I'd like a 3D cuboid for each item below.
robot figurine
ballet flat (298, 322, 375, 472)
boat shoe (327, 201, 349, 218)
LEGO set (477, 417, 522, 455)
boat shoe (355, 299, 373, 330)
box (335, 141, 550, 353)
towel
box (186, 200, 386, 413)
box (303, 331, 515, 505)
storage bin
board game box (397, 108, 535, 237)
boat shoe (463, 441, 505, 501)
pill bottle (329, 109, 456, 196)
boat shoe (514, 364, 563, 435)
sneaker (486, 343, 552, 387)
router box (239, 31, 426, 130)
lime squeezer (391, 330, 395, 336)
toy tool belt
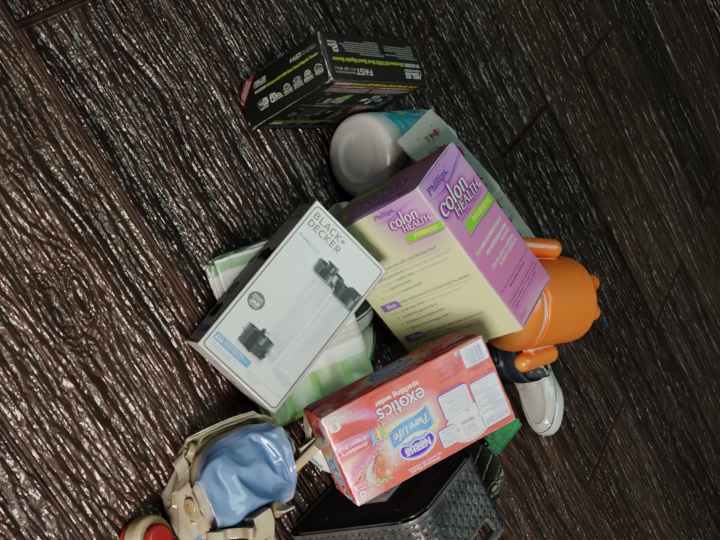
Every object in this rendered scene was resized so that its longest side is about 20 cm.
[{"bbox_3d":[0.227,0.041,1.208,0.197,0.145,0.117,-6,43,-36],"label":"robot figurine"},{"bbox_3d":[-0.029,0.137,1.102,0.069,0.069,0.203,38,50,-33],"label":"ballet flat"},{"bbox_3d":[-0.056,-0.021,1.117,0.067,0.073,0.202,45,46,-28],"label":"boat shoe"},{"bbox_3d":[0.104,0.217,1.206,0.153,0.116,0.201,41,58,-5],"label":"LEGO set"},{"bbox_3d":[0.000,0.000,1.159,0.201,0.071,0.069,-57,159,-47],"label":"boat shoe"},{"bbox_3d":[0.085,-0.014,1.074,0.201,0.175,0.097,50,49,-14],"label":"box"},{"bbox_3d":[-0.074,0.059,1.044,0.147,0.031,0.203,-22,93,-19],"label":"towel"},{"bbox_3d":[-0.078,0.037,1.000,0.117,0.060,0.201,44,73,-15],"label":"box"},{"bbox_3d":[0.052,0.155,0.999,0.198,0.095,0.104,-26,95,-15],"label":"box"},{"bbox_3d":[0.039,0.280,1.007,0.135,0.198,0.095,-36,102,-49],"label":"storage bin"},{"bbox_3d":[0.142,-0.101,1.198,0.148,0.064,0.200,54,10,27],"label":"board game box"},{"bbox_3d":[0.083,0.204,1.089,0.075,0.074,0.200,-40,69,-17],"label":"boat shoe"},{"bbox_3d":[0.056,-0.164,1.278,0.199,0.110,0.113,-15,86,-51],"label":"pill bottle"},{"bbox_3d":[0.258,0.150,1.419,0.065,0.071,0.204,14,64,-40],"label":"boat shoe"},{"bbox_3d":[0.178,0.108,1.286,0.201,0.145,0.078,26,58,-39],"label":"sneaker"},{"bbox_3d":[-0.033,-0.235,1.172,0.198,0.148,0.063,-12,83,-51],"label":"router box"},{"bbox_3d":[0.100,0.069,1.223,0.197,0.071,0.038,-6,66,-38],"label":"lime squeezer"},{"bbox_3d":[-0.129,0.216,0.900,0.199,0.122,0.127,-30,98,-50],"label":"toy tool belt"}]
